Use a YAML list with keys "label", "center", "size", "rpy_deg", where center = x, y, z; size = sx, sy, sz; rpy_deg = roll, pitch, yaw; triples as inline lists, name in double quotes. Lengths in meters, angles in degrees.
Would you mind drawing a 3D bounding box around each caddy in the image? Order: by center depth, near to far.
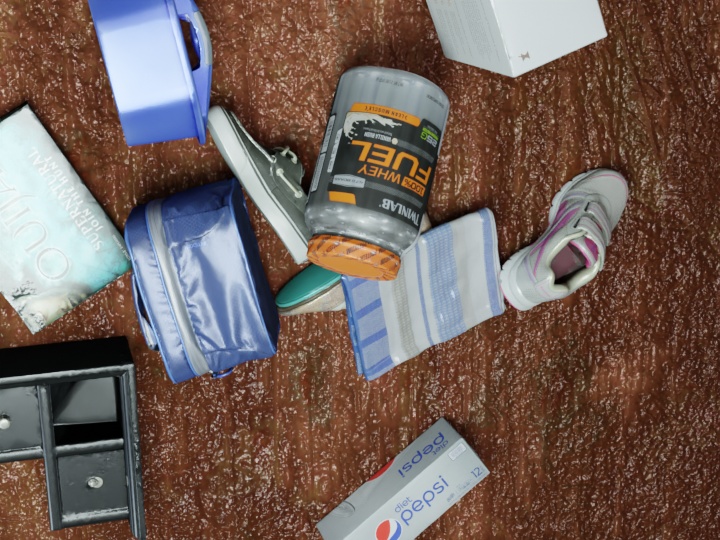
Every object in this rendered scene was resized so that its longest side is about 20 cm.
- label: "caddy"
  center: [-0.197, -0.215, 1.196]
  size: [0.105, 0.141, 0.201]
  rpy_deg: [-14, 109, -7]

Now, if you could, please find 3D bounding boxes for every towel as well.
- label: "towel"
  center: [0.074, 0.026, 1.371]
  size: [0.200, 0.024, 0.147]
  rpy_deg: [-24, 125, -22]

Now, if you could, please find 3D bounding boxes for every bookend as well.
- label: "bookend"
  center: [-0.332, 0.184, 1.288]
  size: [0.199, 0.092, 0.199]
  rpy_deg: [-4, 106, -15]

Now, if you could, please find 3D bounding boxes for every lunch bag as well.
- label: "lunch bag"
  center: [-0.166, 0.018, 1.266]
  size: [0.132, 0.136, 0.201]
  rpy_deg: [-14, 104, 2]

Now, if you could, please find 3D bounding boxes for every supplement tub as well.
- label: "supplement tub"
  center: [0.014, -0.098, 1.271]
  size: [0.122, 0.122, 0.201]
  rpy_deg: [17, 78, -20]

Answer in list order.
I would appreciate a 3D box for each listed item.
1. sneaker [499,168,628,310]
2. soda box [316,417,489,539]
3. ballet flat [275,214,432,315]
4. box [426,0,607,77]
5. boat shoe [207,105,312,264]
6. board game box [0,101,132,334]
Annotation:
- label: "sneaker"
  center: [0.249, -0.033, 1.398]
  size: [0.081, 0.088, 0.200]
  rpy_deg: [44, 73, -23]
- label: "soda box"
  center: [0.048, 0.266, 1.439]
  size: [0.200, 0.068, 0.063]
  rpy_deg: [-40, 113, -3]
- label: "ballet flat"
  center: [0.000, 0.000, 1.355]
  size: [0.200, 0.068, 0.067]
  rpy_deg: [-38, 119, -2]
- label: "box"
  center: [0.140, -0.293, 1.244]
  size: [0.106, 0.200, 0.153]
  rpy_deg: [-24, 111, -9]
- label: "boat shoe"
  center: [-0.093, -0.100, 1.300]
  size: [0.064, 0.071, 0.200]
  rpy_deg: [-36, 120, -4]
- label: "board game box"
  center: [-0.336, -0.051, 1.257]
  size: [0.135, 0.028, 0.200]
  rpy_deg: [-35, 112, -6]
